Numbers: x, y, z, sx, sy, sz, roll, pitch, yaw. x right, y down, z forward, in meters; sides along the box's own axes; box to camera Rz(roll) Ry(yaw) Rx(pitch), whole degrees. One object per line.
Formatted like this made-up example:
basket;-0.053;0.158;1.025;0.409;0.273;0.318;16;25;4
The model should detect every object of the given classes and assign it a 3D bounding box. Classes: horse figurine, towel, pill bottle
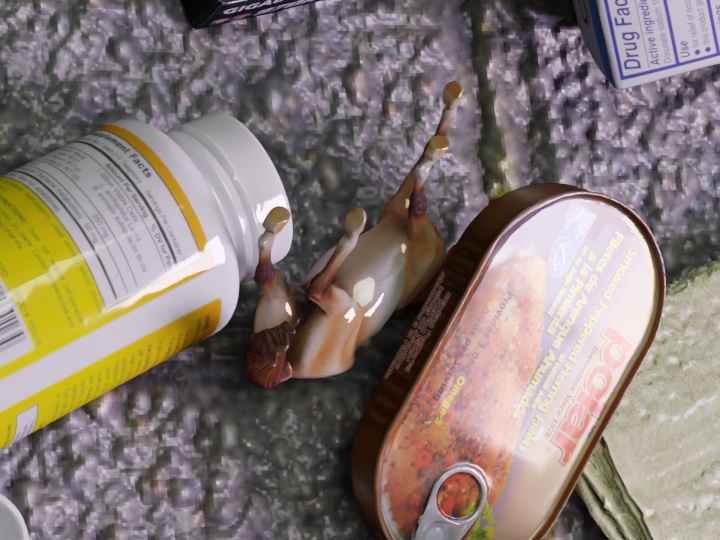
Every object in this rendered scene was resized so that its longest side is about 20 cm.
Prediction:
horse figurine;0.000;0.000;1.209;0.050;0.133;0.200;33;49;21
towel;0.189;0.071;1.327;0.199;0.036;0.149;-30;89;-25
pill bottle;-0.132;0.002;1.165;0.199;0.109;0.110;-28;89;-27

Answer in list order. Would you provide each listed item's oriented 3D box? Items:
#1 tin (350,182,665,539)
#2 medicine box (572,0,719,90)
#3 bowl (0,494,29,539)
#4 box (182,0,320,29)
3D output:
tin;0.071;0.053;1.238;0.112;0.042;0.201;30;89;-26
medicine box;0.194;-0.213;1.287;0.199;0.103;0.183;-14;113;2
bowl;-0.252;0.171;1.089;0.199;0.075;0.201;18;69;-18
box;-0.040;-0.235;1.301;0.158;0.046;0.201;-15;82;-26
